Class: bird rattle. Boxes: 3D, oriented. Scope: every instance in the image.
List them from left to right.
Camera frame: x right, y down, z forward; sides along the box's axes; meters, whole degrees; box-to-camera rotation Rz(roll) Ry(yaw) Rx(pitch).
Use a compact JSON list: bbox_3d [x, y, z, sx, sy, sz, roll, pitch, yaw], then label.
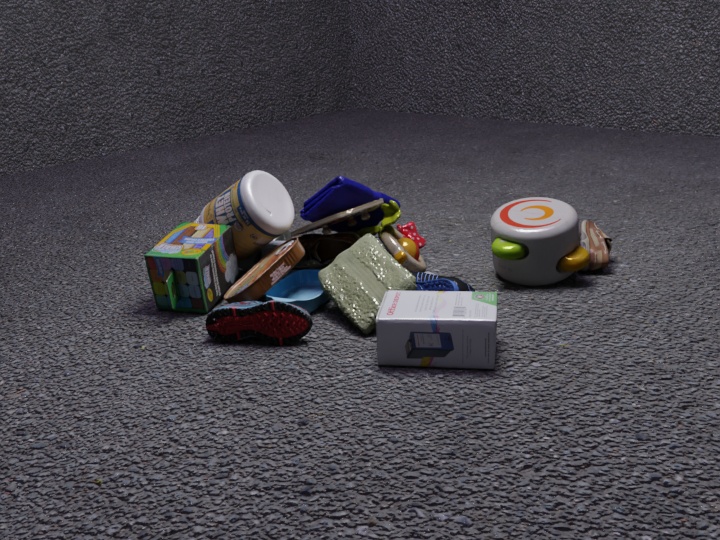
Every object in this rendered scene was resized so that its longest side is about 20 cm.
[{"bbox_3d":[0.084,-0.048,1.820,0.112,0.200,0.164,-36,51,9],"label":"bird rattle"}]

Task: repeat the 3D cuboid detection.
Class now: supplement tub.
[{"bbox_3d":[-0.254,-0.106,1.801,0.198,0.146,0.144,-31,2,31],"label":"supplement tub"}]

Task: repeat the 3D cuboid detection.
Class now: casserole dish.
[{"bbox_3d":[-0.113,0.043,1.690,0.119,0.040,0.200,4,19,22],"label":"casserole dish"}]

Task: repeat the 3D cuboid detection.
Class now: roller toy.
[{"bbox_3d":[0.366,-0.057,1.752,0.196,0.142,0.183,-7,28,4],"label":"roller toy"}]

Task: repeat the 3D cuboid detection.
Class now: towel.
[{"bbox_3d":[-0.024,-0.142,1.873,0.147,0.050,0.198,-38,-35,29],"label":"towel"},{"bbox_3d":[0.008,0.020,1.575,0.148,0.037,0.200,-42,44,-1],"label":"towel"}]

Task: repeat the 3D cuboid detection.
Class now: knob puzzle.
[{"bbox_3d":[-0.049,-0.098,1.754,0.216,0.031,0.220,-19,2,1],"label":"knob puzzle"}]

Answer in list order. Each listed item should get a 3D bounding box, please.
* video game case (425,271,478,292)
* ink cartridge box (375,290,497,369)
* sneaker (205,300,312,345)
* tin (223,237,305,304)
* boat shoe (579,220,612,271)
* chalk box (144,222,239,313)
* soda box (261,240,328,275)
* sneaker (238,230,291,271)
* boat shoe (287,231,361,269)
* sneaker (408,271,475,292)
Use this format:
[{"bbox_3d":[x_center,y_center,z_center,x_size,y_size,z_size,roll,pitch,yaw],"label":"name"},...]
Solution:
[{"bbox_3d":[0.123,0.054,1.648,0.180,0.022,0.199,-14,22,-31],"label":"video game case"},{"bbox_3d":[0.131,0.095,1.418,0.196,0.089,0.146,2,18,9],"label":"ink cartridge box"},{"bbox_3d":[-0.177,0.081,1.525,0.196,0.081,0.096,2,17,13],"label":"sneaker"},{"bbox_3d":[-0.191,0.007,1.687,0.200,0.042,0.111,-45,21,-30],"label":"tin"},{"bbox_3d":[0.512,-0.051,1.834,0.070,0.077,0.201,5,29,13],"label":"boat shoe"},{"bbox_3d":[-0.346,0.002,1.687,0.121,0.127,0.200,4,28,19],"label":"chalk box"},{"bbox_3d":[-0.115,-0.025,1.844,0.196,0.070,0.064,1,17,12],"label":"soda box"},{"bbox_3d":[-0.223,-0.051,1.943,0.079,0.072,0.200,3,19,25],"label":"sneaker"},{"bbox_3d":[-0.093,-0.043,1.765,0.196,0.074,0.068,-9,3,14],"label":"boat shoe"},{"bbox_3d":[0.124,0.040,1.569,0.077,0.072,0.198,10,0,-44],"label":"sneaker"}]
